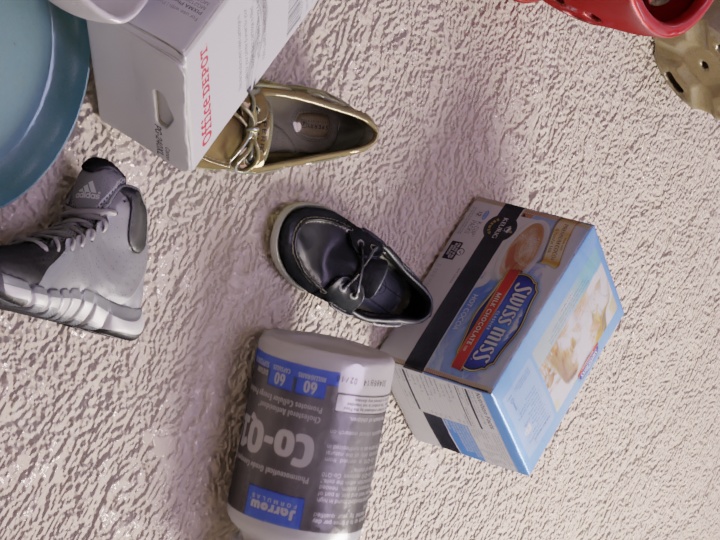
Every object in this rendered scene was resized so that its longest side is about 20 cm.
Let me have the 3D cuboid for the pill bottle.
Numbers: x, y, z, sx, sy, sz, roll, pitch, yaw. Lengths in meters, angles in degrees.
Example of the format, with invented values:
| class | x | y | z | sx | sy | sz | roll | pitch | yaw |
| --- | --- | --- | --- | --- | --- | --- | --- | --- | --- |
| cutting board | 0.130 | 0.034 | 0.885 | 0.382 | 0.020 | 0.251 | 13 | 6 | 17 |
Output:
| class | x | y | z | sx | sy | sz | roll | pitch | yaw |
| --- | --- | --- | --- | --- | --- | --- | --- | --- | --- |
| pill bottle | -0.045 | 0.156 | 1.426 | 0.113 | 0.113 | 0.202 | 5 | 98 | -55 |

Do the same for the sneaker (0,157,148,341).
| class | x | y | z | sx | sy | sz | roll | pitch | yaw |
| --- | --- | --- | --- | --- | --- | --- | --- | --- | --- |
| sneaker | -0.203 | -0.025 | 1.187 | 0.200 | 0.074 | 0.117 | 25 | 77 | -65 |

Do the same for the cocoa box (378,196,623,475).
| class | x | y | z | sx | sy | sz | roll | pitch | yaw |
| --- | --- | --- | --- | --- | --- | --- | --- | --- | --- |
| cocoa box | 0.131 | 0.058 | 1.620 | 0.201 | 0.130 | 0.134 | -56 | 141 | -26 |

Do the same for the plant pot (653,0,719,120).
| class | x | y | z | sx | sy | sz | roll | pitch | yaw |
| --- | --- | --- | --- | --- | --- | --- | --- | --- | --- |
| plant pot | 0.410 | -0.263 | 1.865 | 0.183 | 0.200 | 0.202 | -41 | 134 | -23 |

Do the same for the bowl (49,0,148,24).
| class | x | y | z | sx | sy | sz | roll | pitch | yaw |
| --- | --- | --- | --- | --- | --- | --- | --- | --- | --- |
| bowl | -0.183 | -0.270 | 1.080 | 0.200 | 0.074 | 0.201 | 47 | 55 | -39 |

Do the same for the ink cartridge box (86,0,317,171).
| class | x | y | z | sx | sy | sz | roll | pitch | yaw |
| --- | --- | --- | --- | --- | --- | --- | --- | --- | --- |
| ink cartridge box | -0.098 | -0.191 | 1.209 | 0.201 | 0.083 | 0.146 | -56 | 167 | -25 |

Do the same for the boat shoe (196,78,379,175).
| class | x | y | z | sx | sy | sz | roll | pitch | yaw |
| --- | --- | --- | --- | --- | --- | --- | --- | --- | --- |
| boat shoe | -0.066 | -0.108 | 1.343 | 0.200 | 0.063 | 0.074 | -1 | 103 | -54 |

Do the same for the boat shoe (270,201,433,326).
| class | x | y | z | sx | sy | sz | roll | pitch | yaw |
| --- | --- | --- | --- | --- | --- | --- | --- | --- | --- |
| boat shoe | -0.001 | 0.002 | 1.472 | 0.199 | 0.066 | 0.075 | 43 | 67 | -52 |

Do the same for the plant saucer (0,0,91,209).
| class | x | y | z | sx | sy | sz | roll | pitch | yaw |
| --- | --- | --- | --- | --- | --- | --- | --- | --- | --- |
| plant saucer | -0.248 | -0.134 | 1.112 | 0.199 | 0.027 | 0.202 | -26 | 123 | -48 |

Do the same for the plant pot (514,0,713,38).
| class | x | y | z | sx | sy | sz | roll | pitch | yaw |
| --- | --- | --- | --- | --- | --- | --- | --- | --- | --- |
| plant pot | 0.206 | -0.314 | 1.544 | 0.200 | 0.181 | 0.203 | -26 | 123 | -48 |
